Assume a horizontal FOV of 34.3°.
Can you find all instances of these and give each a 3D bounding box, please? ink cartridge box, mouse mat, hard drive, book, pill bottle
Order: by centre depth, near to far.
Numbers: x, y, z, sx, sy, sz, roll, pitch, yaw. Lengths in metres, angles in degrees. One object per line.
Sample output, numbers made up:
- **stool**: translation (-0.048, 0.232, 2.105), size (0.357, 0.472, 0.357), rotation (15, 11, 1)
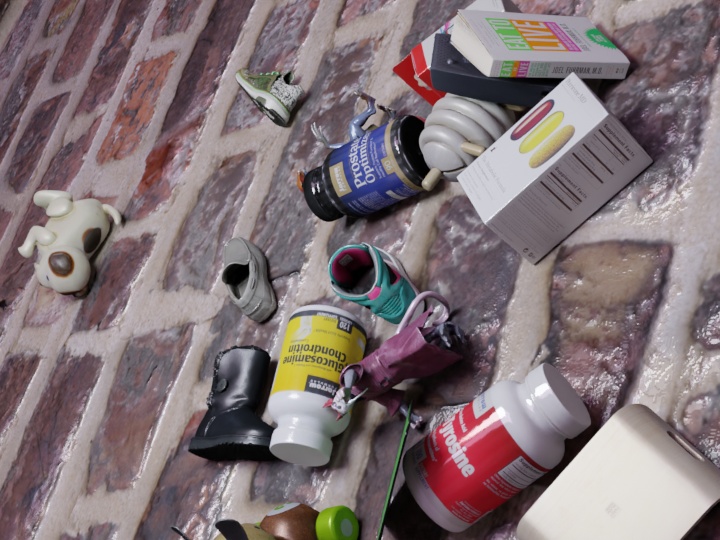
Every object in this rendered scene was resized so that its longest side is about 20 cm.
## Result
- **pill bottle**: translation (0.153, 0.195, 1.309), size (0.200, 0.112, 0.112), rotation (-40, 39, 18)
- **mouse mat**: translation (0.039, 0.238, 1.351), size (0.200, 0.008, 0.161), rotation (-43, -33, -86)
- **book**: translation (0.238, -0.295, 1.556), size (0.134, 0.200, 0.048), rotation (-118, 32, -49)
- **pill bottle**: translation (-0.061, 0.156, 1.577), size (0.112, 0.112, 0.200), rotation (-16, 51, 40)
- **hard drive**: translation (0.194, -0.270, 1.582), size (0.135, 0.200, 0.042), rotation (-79, -3, -55)
- **ink cartridge box**: translation (0.158, -0.304, 1.702), size (0.200, 0.116, 0.067), rotation (-35, 41, 25)
- **pill bottle**: translation (0.015, -0.144, 1.734), size (0.200, 0.112, 0.112), rotation (-23, 46, 35)

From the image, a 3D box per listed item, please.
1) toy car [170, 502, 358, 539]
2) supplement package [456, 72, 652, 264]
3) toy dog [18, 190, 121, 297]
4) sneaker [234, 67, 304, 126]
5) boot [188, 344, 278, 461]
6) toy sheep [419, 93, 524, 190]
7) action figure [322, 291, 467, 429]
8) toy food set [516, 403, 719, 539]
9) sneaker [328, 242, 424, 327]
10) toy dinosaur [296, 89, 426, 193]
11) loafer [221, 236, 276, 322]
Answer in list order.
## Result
- **toy car**: translation (-0.131, 0.339, 1.432), size (0.164, 0.200, 0.158), rotation (-20, 48, 37)
- **supplement package**: translation (0.242, -0.128, 1.472), size (0.200, 0.110, 0.114), rotation (-43, 38, 15)
- **toy dog**: translation (-0.569, -0.039, 2.300), size (0.194, 0.140, 0.200), rotation (0, 52, 5)
- **sneaker**: translation (-0.157, -0.331, 2.124), size (0.089, 0.077, 0.200), rotation (-40, 42, -3)
- **boot**: translation (-0.166, 0.188, 1.696), size (0.200, 0.076, 0.168), rotation (-12, 57, 50)
- **toy sheep**: translation (0.150, -0.185, 1.606), size (0.200, 0.138, 0.138), rotation (-47, 32, -23)
- **action figure**: translation (0.029, 0.118, 1.485), size (0.200, 0.134, 0.149), rotation (-33, 44, 17)
- **toy food set**: translation (0.270, 0.251, 1.193), size (0.200, 0.060, 0.144), rotation (-51, 48, 7)
- **sneaker**: translation (0.000, 0.000, 1.627), size (0.084, 0.121, 0.200), rotation (-50, 36, 5)
- **toy dinosaur**: translation (-0.018, -0.185, 1.819), size (0.200, 0.105, 0.182), rotation (24, 90, 48)
- **loafer**: translation (-0.189, 0.003, 1.875), size (0.070, 0.070, 0.200), rotation (-46, 37, 11)
